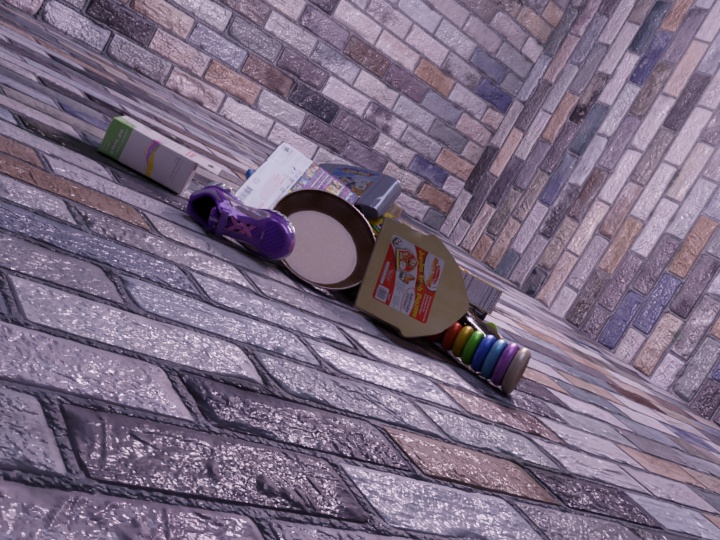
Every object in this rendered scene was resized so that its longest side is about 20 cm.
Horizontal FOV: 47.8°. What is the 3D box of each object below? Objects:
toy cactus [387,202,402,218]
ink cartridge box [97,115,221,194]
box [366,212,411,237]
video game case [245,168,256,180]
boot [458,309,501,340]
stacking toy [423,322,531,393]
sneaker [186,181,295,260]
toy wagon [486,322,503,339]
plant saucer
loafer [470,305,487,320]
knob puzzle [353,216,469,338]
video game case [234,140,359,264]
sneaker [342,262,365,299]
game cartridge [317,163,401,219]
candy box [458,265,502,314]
[{"bbox_3d":[0.037,-0.068,1.763,0.199,0.166,0.102,33,-10,3],"label":"toy cactus"},{"bbox_3d":[-0.353,-0.197,1.449,0.199,0.068,0.117,28,8,-10],"label":"ink cartridge box"},{"bbox_3d":[0.017,-0.087,1.645,0.199,0.064,0.071,32,-33,38],"label":"box"},{"bbox_3d":[-0.138,-0.101,1.513,0.142,0.018,0.201,18,37,-31],"label":"video game case"},{"bbox_3d":[0.198,0.116,1.544,0.199,0.078,0.138,28,14,-9],"label":"boot"},{"bbox_3d":[0.195,0.132,1.427,0.199,0.086,0.085,29,8,19],"label":"stacking toy"},{"bbox_3d":[-0.197,-0.075,1.290,0.199,0.081,0.088,28,14,18],"label":"sneaker"},{"bbox_3d":[0.224,0.104,1.803,0.199,0.040,0.155,33,9,20],"label":"toy wagon"},{"bbox_3d":[-0.068,-0.047,1.384,0.198,0.037,0.202,14,54,-19],"label":"plant saucer"},{"bbox_3d":[0.174,0.061,1.676,0.199,0.073,0.073,26,-37,26],"label":"loafer"},{"bbox_3d":[0.098,0.028,1.399,0.218,0.221,0.030,28,-26,-14],"label":"knob puzzle"},{"bbox_3d":[-0.120,-0.119,1.450,0.180,0.036,0.201,35,50,-1],"label":"video game case"},{"bbox_3d":[0.000,0.000,1.497,0.114,0.077,0.200,28,15,-35],"label":"sneaker"},{"bbox_3d":[-0.024,-0.167,1.663,0.198,0.042,0.133,15,44,23],"label":"game cartridge"},{"bbox_3d":[0.157,0.007,1.526,0.199,0.056,0.115,26,5,-27],"label":"candy box"}]
